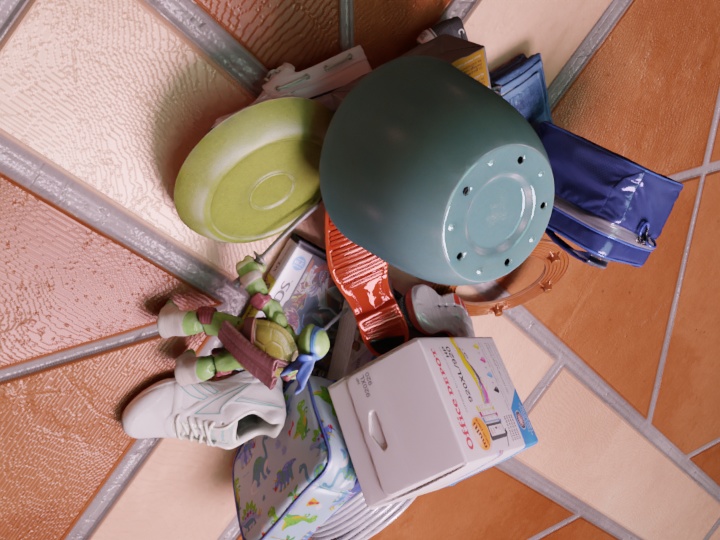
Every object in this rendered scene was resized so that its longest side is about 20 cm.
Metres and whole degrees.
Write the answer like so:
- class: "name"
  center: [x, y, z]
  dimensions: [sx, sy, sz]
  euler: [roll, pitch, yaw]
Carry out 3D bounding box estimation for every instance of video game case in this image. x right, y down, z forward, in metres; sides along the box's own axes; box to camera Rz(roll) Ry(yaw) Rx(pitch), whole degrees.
- class: "video game case"
  center: [-0.058, 0.072, 0.959]
  dimensions: [0.198, 0.025, 0.183]
  euler: [28, 97, -39]

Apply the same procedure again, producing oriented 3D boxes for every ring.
- class: "ring"
  center: [0.195, 0.018, 1.030]
  dimensions: [0.196, 0.020, 0.202]
  euler: [-11, 151, -6]

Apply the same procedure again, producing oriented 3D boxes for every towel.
- class: "towel"
  center: [0.211, -0.175, 0.991]
  dimensions: [0.111, 0.048, 0.202]
  euler: [-33, 128, -13]

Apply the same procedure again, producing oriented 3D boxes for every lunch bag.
- class: "lunch bag"
  center: [0.290, -0.084, 0.930]
  dimensions: [0.134, 0.200, 0.134]
  euler: [9, 112, -40]
- class: "lunch bag"
  center: [-0.080, 0.238, 0.930]
  dimensions: [0.081, 0.162, 0.201]
  euler: [20, 120, -36]

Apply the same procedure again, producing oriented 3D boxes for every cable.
- class: "cable"
  center: [0.004, 0.286, 1.003]
  dimensions: [0.198, 0.200, 0.070]
  euler: [-34, 96, 24]

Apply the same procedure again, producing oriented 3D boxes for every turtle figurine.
- class: "turtle figurine"
  center: [-0.117, 0.058, 0.849]
  dimensions: [0.189, 0.204, 0.145]
  euler: [-7, 149, 14]

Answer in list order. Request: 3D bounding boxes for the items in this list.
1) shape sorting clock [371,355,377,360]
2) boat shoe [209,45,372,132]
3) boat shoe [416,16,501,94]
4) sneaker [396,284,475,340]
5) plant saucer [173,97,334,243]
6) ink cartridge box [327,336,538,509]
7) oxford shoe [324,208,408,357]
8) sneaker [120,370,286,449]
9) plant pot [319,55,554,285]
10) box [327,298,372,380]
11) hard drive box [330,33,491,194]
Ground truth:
- class: "shape sorting clock"
  center: [0.077, 0.148, 1.072]
  dimensions: [0.197, 0.039, 0.204]
  euler: [-19, 125, -29]
- class: "boat shoe"
  center: [-0.076, -0.186, 0.796]
  dimensions: [0.197, 0.073, 0.068]
  euler: [-23, 97, -21]
- class: "boat shoe"
  center: [0.139, -0.209, 0.894]
  dimensions: [0.066, 0.070, 0.202]
  euler: [-31, 110, 4]
- class: "sneaker"
  center: [0.091, 0.073, 0.989]
  dimensions: [0.081, 0.079, 0.199]
  euler: [-22, 149, 26]
- class: "plant saucer"
  center: [-0.098, -0.093, 0.786]
  dimensions: [0.197, 0.031, 0.201]
  euler: [-26, 153, -14]
- class: "ink cartridge box"
  center: [0.089, 0.175, 0.886]
  dimensions: [0.144, 0.150, 0.198]
  euler: [-33, 158, 28]
- class: "oxford shoe"
  center: [0.000, 0.000, 0.857]
  dimensions: [0.070, 0.073, 0.204]
  euler: [-16, 111, -3]
- class: "sneaker"
  center: [-0.182, 0.171, 0.882]
  dimensions: [0.196, 0.081, 0.072]
  euler: [-8, 130, -15]
- class: "plant pot"
  center: [0.083, -0.081, 0.694]
  dimensions: [0.197, 0.161, 0.205]
  euler: [-15, 121, -25]
- class: "box"
  center: [-0.008, 0.096, 0.964]
  dimensions: [0.038, 0.041, 0.204]
  euler: [-2, 114, -33]
- class: "hard drive box"
  center: [0.072, -0.127, 0.816]
  dimensions: [0.154, 0.077, 0.203]
  euler: [-31, 127, -16]
